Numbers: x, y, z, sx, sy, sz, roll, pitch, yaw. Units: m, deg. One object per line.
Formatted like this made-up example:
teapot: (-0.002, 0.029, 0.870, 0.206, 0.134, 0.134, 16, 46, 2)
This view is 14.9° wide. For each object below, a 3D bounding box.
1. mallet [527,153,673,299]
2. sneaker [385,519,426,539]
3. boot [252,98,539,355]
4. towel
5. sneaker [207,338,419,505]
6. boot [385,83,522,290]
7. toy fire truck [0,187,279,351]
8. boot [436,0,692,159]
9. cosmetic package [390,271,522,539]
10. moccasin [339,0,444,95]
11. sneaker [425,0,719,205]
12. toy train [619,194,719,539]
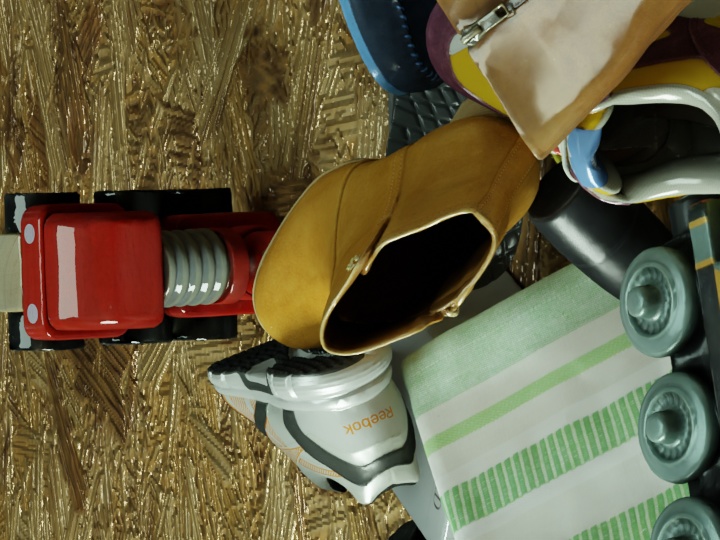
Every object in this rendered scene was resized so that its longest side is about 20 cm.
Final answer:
mallet: (0.103, -0.046, 1.280, 0.041, 0.066, 0.200, -44, 17, 13)
sneaker: (0.062, 0.189, 1.367, 0.200, 0.074, 0.088, 36, 99, 45)
boot: (0.001, 0.000, 1.224, 0.201, 0.071, 0.144, -40, 11, 33)
towel: (0.102, 0.091, 1.234, 0.152, 0.023, 0.201, -31, 56, 22)
sneaker: (-0.023, 0.073, 1.379, 0.200, 0.073, 0.080, -165, 52, -76)
boot: (0.048, -0.101, 1.365, 0.132, 0.069, 0.201, -62, -34, -69)
toy fire truck: (-0.098, 0.014, 1.624, 0.200, 0.175, 0.130, -1, 91, 52)
boot: (0.131, -0.108, 1.029, 0.200, 0.068, 0.189, -40, 84, 22)
cosmetic package: (0.040, 0.049, 1.412, 0.200, 0.071, 0.102, -128, 42, -53)
moccasin: (0.020, -0.182, 1.236, 0.068, 0.080, 0.201, -9, 91, 24)
sneaker: (0.093, -0.075, 1.126, 0.199, 0.090, 0.075, 9, 132, 40)
toy train: (0.171, 0.056, 1.107, 0.114, 0.085, 0.201, -25, 66, 51)
